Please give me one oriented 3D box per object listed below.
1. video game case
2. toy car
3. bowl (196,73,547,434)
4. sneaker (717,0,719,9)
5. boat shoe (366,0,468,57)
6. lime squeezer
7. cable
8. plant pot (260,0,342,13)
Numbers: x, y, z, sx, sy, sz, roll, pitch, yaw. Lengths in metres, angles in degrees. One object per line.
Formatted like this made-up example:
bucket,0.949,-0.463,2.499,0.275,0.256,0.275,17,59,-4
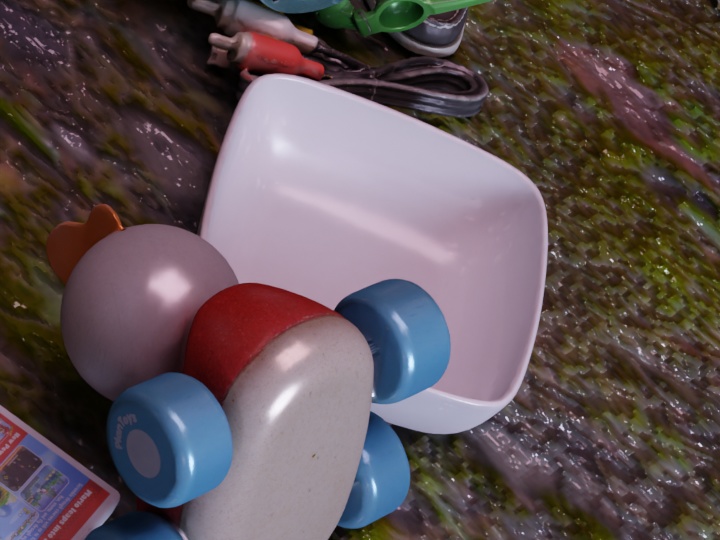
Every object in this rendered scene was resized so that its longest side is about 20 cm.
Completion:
video game case,-0.238,0.101,1.397,0.200,0.017,0.143,36,45,5
toy car,-0.093,0.053,1.422,0.184,0.177,0.200,-23,51,-39
bowl,0.000,0.000,1.566,0.200,0.075,0.200,21,46,-9
sneaker,0.304,-0.171,1.856,0.075,0.090,0.200,-6,56,-31
boat shoe,0.037,-0.226,1.787,0.072,0.061,0.201,8,50,-21
lime squeezer,0.014,-0.175,1.728,0.200,0.038,0.071,15,51,22
cable,-0.007,-0.124,1.676,0.200,0.050,0.097,7,27,-18
plant pot,-0.044,-0.240,1.652,0.200,0.200,0.134,-15,56,-36
